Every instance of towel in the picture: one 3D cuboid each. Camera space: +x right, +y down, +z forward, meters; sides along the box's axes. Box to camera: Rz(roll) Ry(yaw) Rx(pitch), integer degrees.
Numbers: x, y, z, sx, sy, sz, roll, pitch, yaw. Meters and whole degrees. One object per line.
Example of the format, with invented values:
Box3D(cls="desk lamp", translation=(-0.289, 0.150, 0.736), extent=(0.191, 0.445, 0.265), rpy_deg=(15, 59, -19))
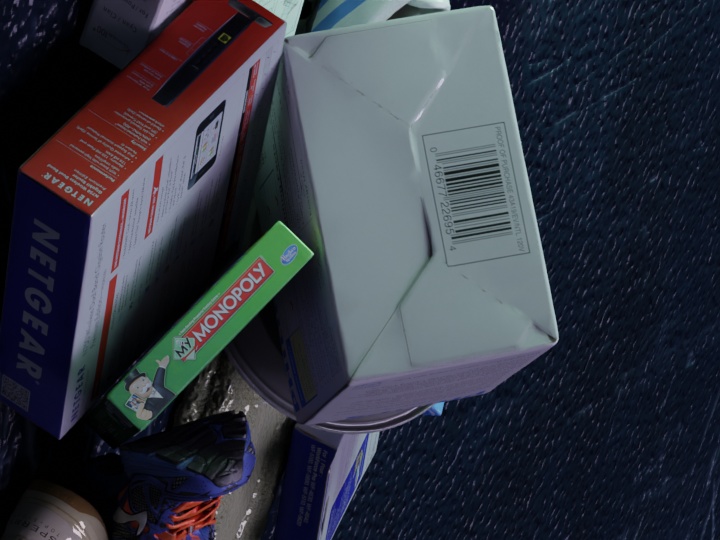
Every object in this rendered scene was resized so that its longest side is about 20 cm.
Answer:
Box3D(cls="towel", translation=(-0.090, 0.136, 1.923), extent=(0.148, 0.036, 0.201), rpy_deg=(22, 89, -67))

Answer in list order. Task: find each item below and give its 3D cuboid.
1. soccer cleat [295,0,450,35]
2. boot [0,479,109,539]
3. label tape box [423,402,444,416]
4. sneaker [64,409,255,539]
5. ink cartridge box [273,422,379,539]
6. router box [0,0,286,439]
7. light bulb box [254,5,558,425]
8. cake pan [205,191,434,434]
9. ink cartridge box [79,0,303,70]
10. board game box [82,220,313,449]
Box3D(cls="soccer cleat", translation=(0.029, -0.203, 1.837), extent=(0.070, 0.086, 0.201), rpy_deg=(13, 96, -68))
Box3D(cls="boot", translation=(-0.196, 0.238, 1.716), extent=(0.156, 0.073, 0.200), rpy_deg=(-53, 151, -36))
Box3D(cls="label tape box", translation=(0.020, -0.024, 1.940), extent=(0.144, 0.063, 0.201), rpy_deg=(37, 64, -49))
Box3D(cls="sneaker", translation=(-0.103, 0.130, 1.691), extent=(0.075, 0.079, 0.200), rpy_deg=(-19, 177, -23))
Box3D(cls="ink cartridge box", translation=(-0.021, 0.124, 2.006), extent=(0.200, 0.039, 0.100), rpy_deg=(-62, 165, -63))
Box3D(cls="router box", translation=(-0.121, -0.032, 1.618), extent=(0.180, 0.049, 0.200), rpy_deg=(-47, 163, -37))
Box3D(cls="light bulb box", translation=(0.017, -0.026, 1.699), extent=(0.200, 0.124, 0.199), rpy_deg=(133, -52, -78))
Box3D(cls="cake pan", translation=(0.000, 0.000, 1.839), extent=(0.037, 0.200, 0.201), rpy_deg=(-14, -136, 62))
Box3D(cls="ink cartridge box", translation=(-0.086, -0.153, 1.670), extent=(0.200, 0.045, 0.177), rpy_deg=(-39, 157, -51))
Box3D(cls="board game box", translation=(-0.095, 0.039, 1.672), extent=(0.135, 0.029, 0.200), rpy_deg=(-47, -178, -11))
